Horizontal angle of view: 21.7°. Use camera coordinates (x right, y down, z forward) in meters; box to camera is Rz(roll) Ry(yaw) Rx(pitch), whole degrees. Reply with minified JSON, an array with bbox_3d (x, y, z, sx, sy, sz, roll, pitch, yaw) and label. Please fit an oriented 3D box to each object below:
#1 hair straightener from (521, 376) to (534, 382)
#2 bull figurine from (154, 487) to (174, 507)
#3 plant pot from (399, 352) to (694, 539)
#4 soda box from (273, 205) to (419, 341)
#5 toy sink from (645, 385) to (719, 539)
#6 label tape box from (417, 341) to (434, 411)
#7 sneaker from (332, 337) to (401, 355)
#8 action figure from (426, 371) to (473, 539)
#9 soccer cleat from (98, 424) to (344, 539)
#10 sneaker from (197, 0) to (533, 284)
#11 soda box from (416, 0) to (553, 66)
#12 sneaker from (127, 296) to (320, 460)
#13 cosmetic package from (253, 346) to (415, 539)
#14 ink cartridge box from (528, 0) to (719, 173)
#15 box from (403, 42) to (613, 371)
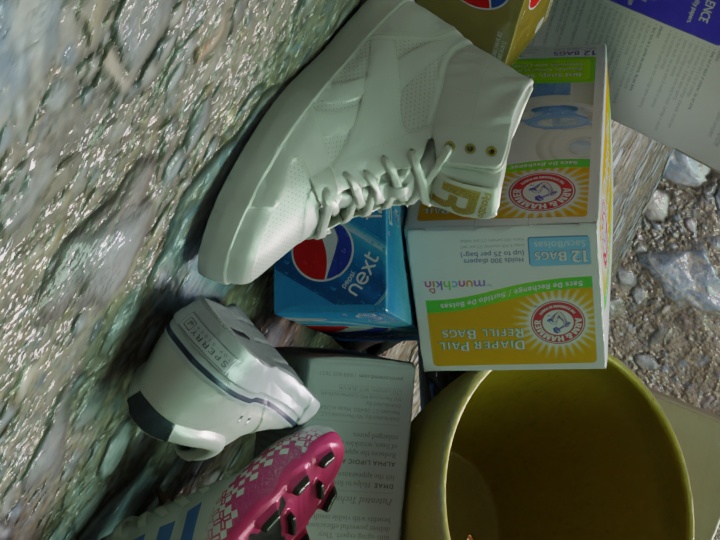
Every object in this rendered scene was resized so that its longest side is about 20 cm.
[{"bbox_3d":[0.075,-0.019,1.229,0.041,0.201,0.077,-29,133,10],"label":"hair straightener"},{"bbox_3d":[-0.122,0.221,1.064,0.201,0.065,0.121,-52,131,-10],"label":"bull figurine"},{"bbox_3d":[0.085,0.152,1.153,0.141,0.200,0.201,-18,-151,52],"label":"plant pot"},{"bbox_3d":[0.000,0.000,1.070,0.200,0.063,0.069,32,57,-78],"label":"soda box"},{"bbox_3d":[0.184,0.183,1.368,0.112,0.129,0.202,0,111,-87],"label":"toy sink"},{"bbox_3d":[0.080,0.106,1.445,0.200,0.063,0.146,-94,180,-67],"label":"label tape box"},{"bbox_3d":[0.020,0.016,1.272,0.091,0.076,0.200,-48,168,6],"label":"sneaker"},{"bbox_3d":[0.102,0.135,1.323,0.194,0.104,0.201,-59,144,-24],"label":"action figure"},{"bbox_3d":[-0.092,0.144,0.988,0.200,0.086,0.070,-47,154,-24],"label":"soccer cleat"},{"bbox_3d":[0.013,-0.051,0.934,0.200,0.115,0.074,-53,168,-30],"label":"sneaker"},{"bbox_3d":[0.083,-0.201,1.014,0.068,0.064,0.201,-53,166,-35],"label":"soda box"},{"bbox_3d":[-0.075,0.060,0.964,0.071,0.073,0.200,-42,164,1],"label":"sneaker"},{"bbox_3d":[-0.022,0.149,1.108,0.102,0.073,0.202,-175,-91,-73],"label":"cosmetic package"},{"bbox_3d":[0.178,-0.170,1.161,0.044,0.199,0.199,-55,168,-36],"label":"ink cartridge box"},{"bbox_3d":[0.093,-0.040,1.113,0.201,0.111,0.102,-77,162,-53],"label":"box"}]
